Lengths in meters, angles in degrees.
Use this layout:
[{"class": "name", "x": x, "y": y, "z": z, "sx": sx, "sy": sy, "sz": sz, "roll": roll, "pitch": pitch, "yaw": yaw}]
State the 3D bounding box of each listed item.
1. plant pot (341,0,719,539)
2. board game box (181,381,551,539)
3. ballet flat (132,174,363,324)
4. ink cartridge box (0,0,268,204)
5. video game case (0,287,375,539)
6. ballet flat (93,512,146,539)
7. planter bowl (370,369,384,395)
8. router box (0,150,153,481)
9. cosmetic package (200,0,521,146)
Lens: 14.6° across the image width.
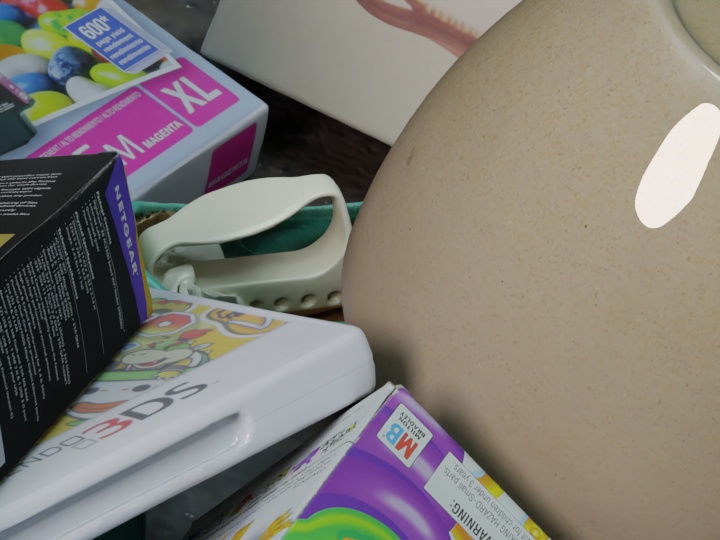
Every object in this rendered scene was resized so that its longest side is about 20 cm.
[{"class": "plant pot", "x": 0.107, "y": -0.024, "z": 0.808, "sx": 0.200, "sy": 0.135, "sz": 0.200, "roll": 10, "pitch": 43, "yaw": -10}, {"class": "board game box", "x": -0.028, "y": 0.142, "z": 0.718, "sx": 0.103, "sy": 0.105, "sz": 0.200, "roll": 46, "pitch": 45, "yaw": -7}, {"class": "ballet flat", "x": 0.000, "y": 0.000, "z": 0.913, "sx": 0.200, "sy": 0.070, "sz": 0.067, "roll": -6, "pitch": 48, "yaw": -24}, {"class": "ink cartridge box", "x": -0.145, "y": -0.075, "z": 0.963, "sx": 0.200, "sy": 0.042, "sz": 0.119, "roll": 35, "pitch": 45, "yaw": 18}, {"class": "video game case", "x": -0.127, "y": 0.044, "z": 0.782, "sx": 0.182, "sy": 0.023, "sz": 0.200, "roll": -26, "pitch": 23, "yaw": -37}, {"class": "ballet flat", "x": -0.140, "y": 0.108, "z": 0.771, "sx": 0.072, "sy": 0.068, "sz": 0.200, "roll": 15, "pitch": 39, "yaw": 26}, {"class": "planter bowl", "x": 0.088, "y": 0.065, "z": 0.869, "sx": 0.200, "sy": 0.084, "sz": 0.201, "roll": 10, "pitch": 44, "yaw": -10}, {"class": "router box", "x": -0.176, "y": 0.023, "z": 0.751, "sx": 0.200, "sy": 0.052, "sz": 0.157, "roll": -3, "pitch": 21, "yaw": 19}, {"class": "cosmetic package", "x": 0.060, "y": -0.082, "z": 0.986, "sx": 0.200, "sy": 0.087, "sz": 0.103, "roll": 25, "pitch": 25, "yaw": 6}]
